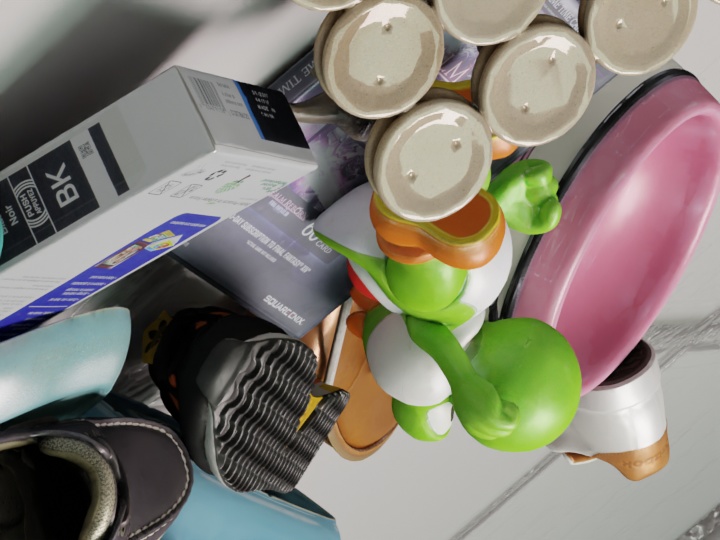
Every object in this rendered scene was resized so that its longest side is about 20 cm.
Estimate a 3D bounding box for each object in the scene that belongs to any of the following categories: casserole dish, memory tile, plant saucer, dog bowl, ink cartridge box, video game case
[{"bbox_3d":[-0.081,0.100,1.209,0.200,0.121,0.039,29,93,-53],"label":"casserole dish"},{"bbox_3d":[0.066,-0.123,0.951,0.200,0.017,0.153,-34,125,-8],"label":"memory tile"},{"bbox_3d":[-0.177,0.073,1.039,0.200,0.027,0.200,-28,174,-3],"label":"plant saucer"},{"bbox_3d":[0.107,-0.024,1.250,0.200,0.074,0.200,-45,152,-31],"label":"dog bowl"},{"bbox_3d":[-0.121,-0.009,0.943,0.200,0.039,0.099,-30,169,16],"label":"ink cartridge box"},{"bbox_3d":[0.011,-0.059,1.100,0.200,0.019,0.143,-39,147,9],"label":"video game case"}]

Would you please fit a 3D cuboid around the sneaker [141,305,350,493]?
[{"bbox_3d":[-0.067,0.050,1.149,0.070,0.090,0.200,-58,167,-4],"label":"sneaker"}]

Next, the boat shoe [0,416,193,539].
[{"bbox_3d":[-0.121,0.092,1.001,0.065,0.072,0.200,-26,170,31],"label":"boat shoe"}]

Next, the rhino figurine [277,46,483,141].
[{"bbox_3d":[0.048,-0.115,0.992,0.200,0.060,0.088,-32,126,-13],"label":"rhino figurine"}]

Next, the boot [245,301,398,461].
[{"bbox_3d":[0.014,0.024,1.319,0.155,0.074,0.200,-47,165,19],"label":"boot"}]

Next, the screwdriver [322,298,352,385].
[{"bbox_3d":[0.000,0.000,1.192,0.028,0.029,0.200,-14,134,-28],"label":"screwdriver"}]

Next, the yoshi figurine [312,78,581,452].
[{"bbox_3d":[0.055,0.013,1.115,0.112,0.112,0.200,-26,148,-16],"label":"yoshi figurine"}]

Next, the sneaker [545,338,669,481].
[{"bbox_3d":[0.095,0.060,1.386,0.073,0.200,0.085,-29,120,-18],"label":"sneaker"}]

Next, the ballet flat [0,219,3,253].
[{"bbox_3d":[-0.209,0.037,0.884,0.200,0.068,0.068,-42,155,14],"label":"ballet flat"}]
